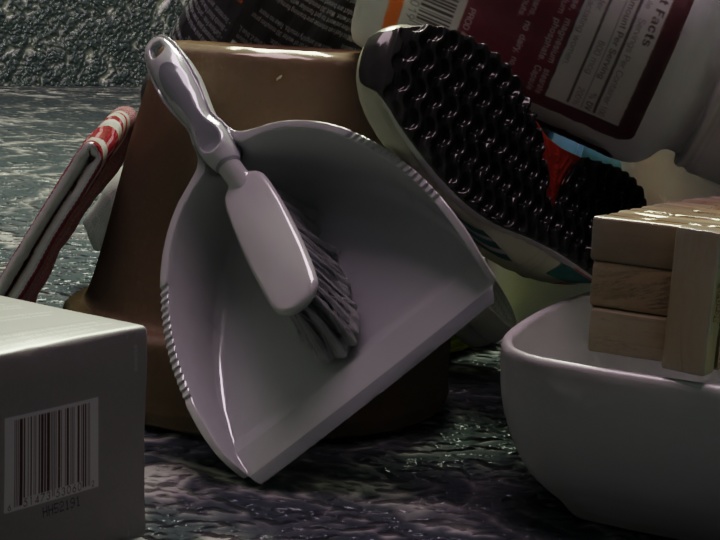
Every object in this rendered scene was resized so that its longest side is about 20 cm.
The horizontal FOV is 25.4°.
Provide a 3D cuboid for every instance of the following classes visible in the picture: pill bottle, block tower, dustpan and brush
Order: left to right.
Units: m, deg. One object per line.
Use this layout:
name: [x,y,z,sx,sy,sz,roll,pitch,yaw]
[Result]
dustpan and brush: [-0.045,-0.029,0.687,0.057,0.139,0.200,39,16,-49]
pill bottle: [-0.056,-0.119,0.901,0.106,0.200,0.106,28,27,-15]
pill bottle: [0.106,-0.121,0.754,0.199,0.115,0.114,24,11,3]
block tower: [0.158,-0.001,0.663,0.058,0.054,0.200,8,9,32]

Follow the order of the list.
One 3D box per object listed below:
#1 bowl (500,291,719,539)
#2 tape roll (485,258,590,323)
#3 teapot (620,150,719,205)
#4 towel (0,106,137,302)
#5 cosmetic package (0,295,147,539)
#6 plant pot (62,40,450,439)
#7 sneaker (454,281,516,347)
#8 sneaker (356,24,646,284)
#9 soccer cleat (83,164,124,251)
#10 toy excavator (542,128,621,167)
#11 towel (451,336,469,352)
bowl: [0.166,0.063,0.668,0.199,0.075,0.200,8,11,22]
tape roll: [0.178,0.005,1.022,0.201,0.071,0.202,4,9,-1]
teapot: [0.231,-0.050,0.869,0.197,0.146,0.200,29,61,24]
towel: [-0.159,-0.013,0.815,0.023,0.144,0.200,31,7,-9]
cosmetic package: [-0.186,0.049,0.588,0.199,0.091,0.107,7,10,34]
plant pot: [-0.049,-0.025,0.803,0.199,0.176,0.200,3,9,0]
sneaker: [0.000,0.000,0.933,0.074,0.116,0.200,37,12,-51]
sneaker: [0.047,-0.043,0.733,0.093,0.071,0.199,-3,-24,42]
soccer cleat: [-0.109,-0.029,1.128,0.200,0.086,0.070,19,39,-48]
toy excavator: [0.119,-0.065,0.939,0.199,0.100,0.195,28,23,-18]
towel: [-0.018,0.024,0.992,0.199,0.018,0.086,10,11,34]
